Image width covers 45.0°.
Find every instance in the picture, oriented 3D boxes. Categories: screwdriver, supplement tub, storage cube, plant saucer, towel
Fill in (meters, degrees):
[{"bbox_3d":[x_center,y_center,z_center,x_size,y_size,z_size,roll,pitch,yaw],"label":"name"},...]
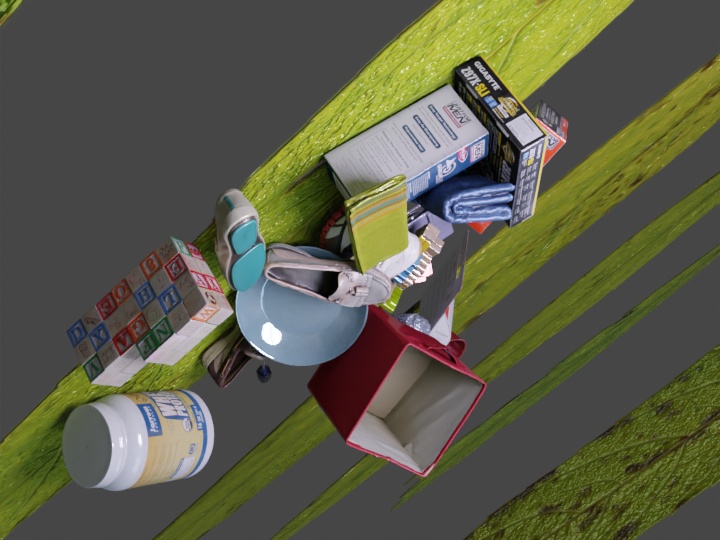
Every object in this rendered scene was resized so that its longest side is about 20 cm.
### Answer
[{"bbox_3d":[-0.167,0.162,1.498,0.028,0.029,0.200,8,157,-3],"label":"screwdriver"},{"bbox_3d":[-0.344,0.263,1.355,0.145,0.145,0.200,-46,153,25],"label":"supplement tub"},{"bbox_3d":[0.053,0.178,1.352,0.171,0.180,0.201,29,96,-30],"label":"storage cube"},{"bbox_3d":[-0.089,0.049,1.318,0.200,0.039,0.202,-2,114,-4],"label":"plant saucer"},{"bbox_3d":[0.128,-0.113,1.222,0.111,0.200,0.049,-6,109,-16],"label":"towel"},{"bbox_3d":[0.027,-0.056,1.154,0.086,0.018,0.200,-26,156,-7],"label":"towel"}]

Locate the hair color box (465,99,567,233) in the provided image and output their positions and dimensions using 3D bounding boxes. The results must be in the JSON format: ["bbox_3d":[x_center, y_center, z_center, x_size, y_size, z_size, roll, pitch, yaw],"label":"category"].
[{"bbox_3d":[0.234,-0.161,1.355,0.200,0.061,0.102,-50,-174,31],"label":"hair color box"}]

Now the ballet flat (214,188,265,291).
[{"bbox_3d":[-0.162,-0.041,1.134,0.069,0.070,0.200,-25,159,-19],"label":"ballet flat"}]

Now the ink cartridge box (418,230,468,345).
[{"bbox_3d":[0.164,0.049,1.593,0.050,0.161,0.200,24,133,-10],"label":"ink cartridge box"}]

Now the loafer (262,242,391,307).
[{"bbox_3d":[-0.050,0.017,1.249,0.199,0.063,0.072,15,112,-10],"label":"loafer"}]

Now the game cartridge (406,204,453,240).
[{"bbox_3d":[0.063,-0.041,1.445,0.200,0.038,0.130,-34,151,-2],"label":"game cartridge"}]

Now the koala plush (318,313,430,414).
[{"bbox_3d":[0.008,0.177,1.526,0.177,0.201,0.184,20,149,-31],"label":"koala plush"}]

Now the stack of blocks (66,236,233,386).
[{"bbox_3d":[-0.275,0.067,1.126,0.200,0.115,0.059,-40,154,13],"label":"stack of blocks"}]

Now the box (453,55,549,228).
[{"bbox_3d":[0.188,-0.174,1.207,0.049,0.160,0.200,-30,154,-10],"label":"box"}]

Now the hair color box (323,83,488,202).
[{"bbox_3d":[0.062,-0.153,1.160,0.199,0.100,0.061,-30,156,-6],"label":"hair color box"}]

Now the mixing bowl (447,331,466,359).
[{"bbox_3d":[0.103,0.162,1.764,0.199,0.109,0.200,-27,153,-15],"label":"mixing bowl"}]

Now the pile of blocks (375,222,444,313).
[{"bbox_3d":[0.072,0.015,1.399,0.200,0.062,0.082,-49,-166,28],"label":"pile of blocks"}]

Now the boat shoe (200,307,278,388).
[{"bbox_3d":[-0.169,0.113,1.386,0.200,0.072,0.072,-41,154,14],"label":"boat shoe"}]

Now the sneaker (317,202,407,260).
[{"bbox_3d":[0.004,-0.062,1.259,0.071,0.098,0.201,-12,148,-43],"label":"sneaker"}]

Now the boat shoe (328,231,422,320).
[{"bbox_3d":[0.000,0.000,1.348,0.200,0.071,0.069,-41,133,14],"label":"boat shoe"}]
